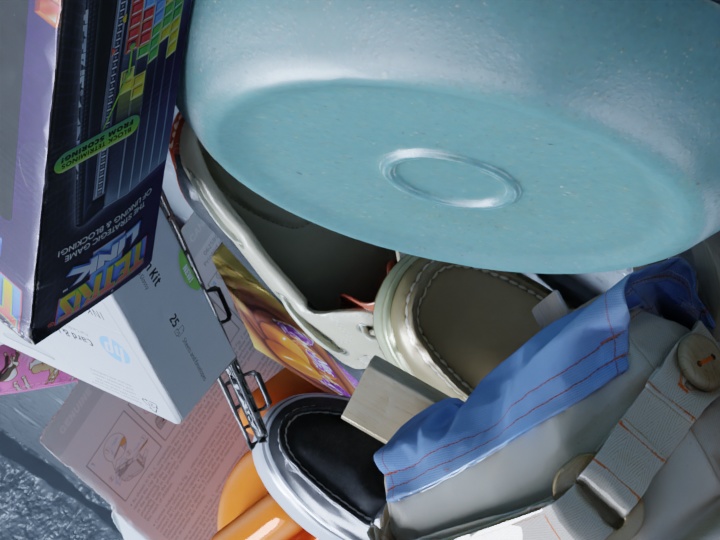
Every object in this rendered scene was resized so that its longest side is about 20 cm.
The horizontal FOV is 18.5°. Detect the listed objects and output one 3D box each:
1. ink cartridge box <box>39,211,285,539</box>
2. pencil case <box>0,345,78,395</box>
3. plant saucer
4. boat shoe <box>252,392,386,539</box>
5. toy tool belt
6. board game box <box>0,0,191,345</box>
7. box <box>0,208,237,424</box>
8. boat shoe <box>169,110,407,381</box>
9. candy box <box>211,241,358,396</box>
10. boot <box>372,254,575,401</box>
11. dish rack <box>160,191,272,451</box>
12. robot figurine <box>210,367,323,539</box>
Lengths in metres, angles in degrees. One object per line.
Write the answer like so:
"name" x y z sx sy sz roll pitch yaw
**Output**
"ink cartridge box" -0.081 0.069 1.165 0.057 0.163 0.200 15 156 45
"pencil case" -0.176 0.025 1.200 0.200 0.083 0.087 -10 -133 -44
"plant saucer" 0.029 -0.040 0.637 0.200 0.036 0.200 12 163 4
"boat shoe" 0.045 0.111 0.974 0.200 0.070 0.066 34 158 4
"toy tool belt" 0.083 0.044 0.738 0.125 0.200 0.123 -11 -112 -54
"board game box" -0.138 -0.098 0.629 0.200 0.057 0.165 39 144 18
"box" -0.142 -0.041 0.804 0.156 0.041 0.200 20 148 36
"boat shoe" 0.000 0.000 0.911 0.200 0.071 0.063 45 -176 -13
"candy box" 0.033 0.045 1.031 0.200 0.056 0.117 30 164 19
"boot" 0.111 0.056 0.848 0.200 0.072 0.155 37 166 -18
"dish rack" -0.098 -0.015 0.950 0.153 0.055 0.200 -121 7 -71
"robot figurine" 0.005 0.122 1.130 0.144 0.117 0.200 19 -159 23
